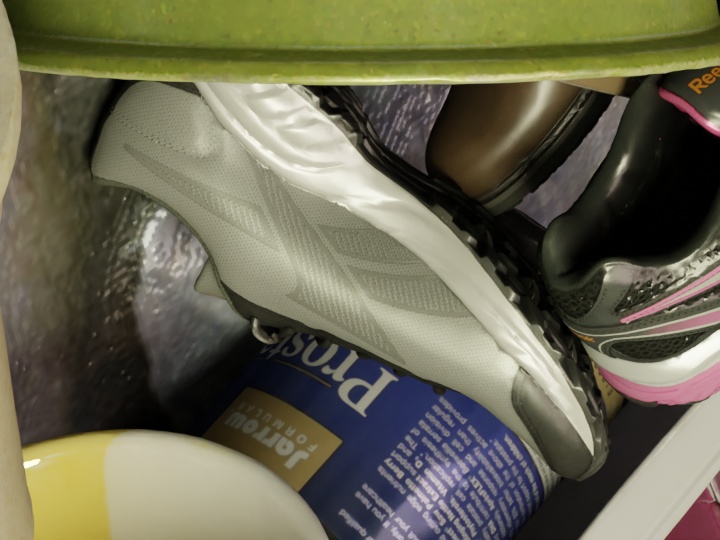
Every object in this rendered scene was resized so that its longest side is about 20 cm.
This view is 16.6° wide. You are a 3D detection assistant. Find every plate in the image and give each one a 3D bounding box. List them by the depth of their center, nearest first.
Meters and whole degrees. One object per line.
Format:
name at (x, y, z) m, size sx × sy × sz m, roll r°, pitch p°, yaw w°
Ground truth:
plate at (0.063, 0.102, 0.908) m, size 0.032 × 0.200 × 0.200 m, roll 45°, pitch 70°, yaw -7°

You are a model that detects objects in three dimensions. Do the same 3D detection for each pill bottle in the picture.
pill bottle at (-0.002, 0.074, 0.862) m, size 0.200 × 0.112 × 0.112 m, roll -48°, pitch 139°, yaw -20°

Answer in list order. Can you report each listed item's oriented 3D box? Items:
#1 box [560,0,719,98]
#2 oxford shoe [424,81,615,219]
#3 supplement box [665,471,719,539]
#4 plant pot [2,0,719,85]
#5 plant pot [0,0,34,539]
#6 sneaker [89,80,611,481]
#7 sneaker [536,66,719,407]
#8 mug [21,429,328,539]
box at (0.122, -0.148, 0.772) m, size 0.121 × 0.032 × 0.200 m, roll 6°, pitch 108°, yaw -50°
oxford shoe at (0.058, -0.115, 0.823) m, size 0.084 × 0.073 × 0.200 m, roll 18°, pitch 98°, yaw -31°
supplement box at (0.196, 0.084, 1.062) m, size 0.200 × 0.103 × 0.131 m, roll -36°, pitch 110°, yaw -32°
plant pot at (0.001, -0.149, 0.621) m, size 0.200 × 0.200 × 0.190 m, roll -9°, pitch 104°, yaw -46°
plant pot at (-0.164, 0.028, 0.614) m, size 0.200 × 0.200 × 0.184 m, roll -44°, pitch 149°, yaw -23°
sneaker at (0.000, 0.000, 0.796) m, size 0.079 × 0.200 × 0.074 m, roll -48°, pitch -176°, yaw 11°
sneaker at (0.131, -0.049, 0.760) m, size 0.200 × 0.080 × 0.086 m, roll -55°, pitch 143°, yaw 0°
mug at (-0.076, 0.142, 0.735) m, size 0.149 × 0.187 × 0.153 m, roll -27°, pitch 132°, yaw -16°
